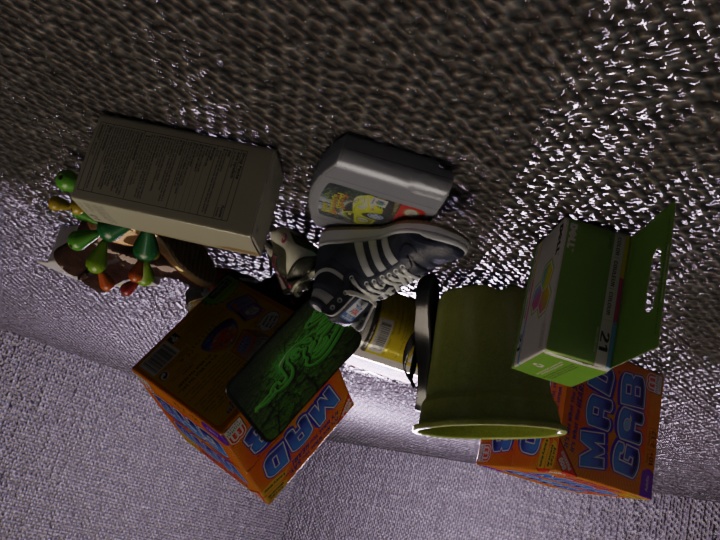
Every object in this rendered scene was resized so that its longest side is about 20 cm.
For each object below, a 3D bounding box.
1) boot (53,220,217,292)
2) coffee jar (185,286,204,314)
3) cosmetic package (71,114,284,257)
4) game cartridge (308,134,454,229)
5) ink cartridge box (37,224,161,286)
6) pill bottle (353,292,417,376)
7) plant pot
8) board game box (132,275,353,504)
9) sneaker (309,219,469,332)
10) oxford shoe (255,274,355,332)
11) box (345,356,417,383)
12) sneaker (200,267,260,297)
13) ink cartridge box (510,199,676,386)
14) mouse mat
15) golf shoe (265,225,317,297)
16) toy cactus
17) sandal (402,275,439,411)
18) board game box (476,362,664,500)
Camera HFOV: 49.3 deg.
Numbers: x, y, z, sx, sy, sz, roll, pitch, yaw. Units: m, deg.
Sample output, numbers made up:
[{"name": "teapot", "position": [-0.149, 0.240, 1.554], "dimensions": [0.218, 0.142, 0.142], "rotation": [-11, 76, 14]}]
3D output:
[{"name": "boot", "position": [-0.329, -0.012, 1.155], "dimensions": [0.166, 0.073, 0.200], "rotation": [-33, 121, 32]}, {"name": "coffee jar", "position": [-0.249, 0.113, 1.358], "dimensions": [0.085, 0.202, 0.104], "rotation": [-7, 169, -21]}, {"name": "cosmetic package", "position": [-0.192, -0.090, 0.843], "dimensions": [0.198, 0.106, 0.071], "rotation": [14, 164, 7]}, {"name": "game cartridge", "position": [0.012, -0.077, 0.837], "dimensions": [0.132, 0.041, 0.200], "rotation": [19, 162, -3]}, {"name": "ink cartridge box", "position": [-0.423, -0.024, 1.284], "dimensions": [0.199, 0.068, 0.116], "rotation": [-2, 156, 38]}, {"name": "pill bottle", "position": [0.076, 0.100, 1.197], "dimensions": [0.199, 0.112, 0.111], "rotation": [20, 161, -17]}, {"name": "plant pot", "position": [0.168, 0.122, 1.041], "dimensions": [0.198, 0.186, 0.201], "rotation": [1, 164, 0]}, {"name": "board game box", "position": [-0.166, 0.172, 1.156], "dimensions": [0.199, 0.200, 0.201], "rotation": [25, 150, 35]}, {"name": "sneaker", "position": [0.025, 0.009, 0.848], "dimensions": [0.199, 0.109, 0.070], "rotation": [-1, 157, 41]}, {"name": "oxford shoe", "position": [-0.065, 0.039, 1.169], "dimensions": [0.199, 0.084, 0.073], "rotation": [23, 130, 40]}, {"name": "box", "position": [0.026, 0.111, 1.296], "dimensions": [0.199, 0.095, 0.103], "rotation": [20, 162, -19]}, {"name": "sneaker", "position": [-0.173, 0.045, 1.294], "dimensions": [0.097, 0.071, 0.200], "rotation": [1, 160, 38]}, {"name": "ink cartridge box", "position": [0.226, 0.020, 0.776], "dimensions": [0.075, 0.149, 0.200], "rotation": [16, 162, -1]}, {"name": "mouse mat", "position": [-0.080, 0.121, 1.029], "dimensions": [0.008, 0.200, 0.161], "rotation": [29, 157, 35]}, {"name": "golf shoe", "position": [-0.087, -0.018, 1.059], "dimensions": [0.088, 0.077, 0.200], "rotation": [55, 170, -4]}, {"name": "toy cactus", "position": [-0.302, -0.063, 1.022], "dimensions": [0.164, 0.103, 0.201], "rotation": [-20, 118, 10]}, {"name": "sandal", "position": [0.085, 0.102, 1.109], "dimensions": [0.042, 0.202, 0.076], "rotation": [6, -162, 19]}, {"name": "board game box", "position": [0.341, 0.246, 1.284], "dimensions": [0.199, 0.201, 0.200], "rotation": [21, 161, -23]}]
